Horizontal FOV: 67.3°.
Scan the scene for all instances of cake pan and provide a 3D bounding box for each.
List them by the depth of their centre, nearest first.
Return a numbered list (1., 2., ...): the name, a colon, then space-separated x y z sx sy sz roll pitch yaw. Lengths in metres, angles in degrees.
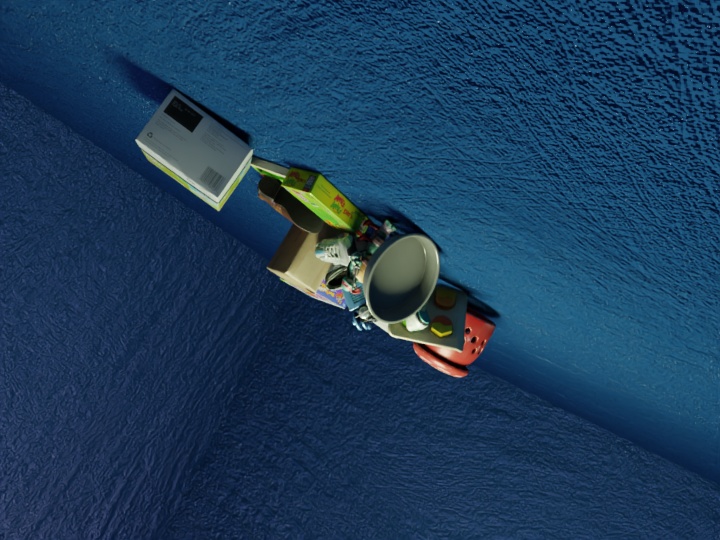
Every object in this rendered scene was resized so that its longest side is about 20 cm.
1. cake pan: 0.083 0.013 1.137 0.199 0.202 0.037 35 179 -43

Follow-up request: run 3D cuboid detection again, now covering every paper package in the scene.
1. paper package: -0.140 -0.058 1.451 0.103 0.202 0.190 33 171 -24

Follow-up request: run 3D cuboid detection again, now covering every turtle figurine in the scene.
1. turtle figurine: 0.019 -0.007 1.163 0.150 0.200 0.101 42 180 -43

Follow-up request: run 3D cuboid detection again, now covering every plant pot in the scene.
1. plant pot: 0.255 0.184 1.524 0.198 0.185 0.200 27 -176 -2

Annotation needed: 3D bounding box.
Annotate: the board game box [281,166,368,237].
1. board game box: -0.073 -0.149 1.200 0.101 0.048 0.199 22 169 42

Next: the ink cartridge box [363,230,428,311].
1. ink cartridge box: 0.094 -0.001 1.295 0.198 0.105 0.060 30 137 -3

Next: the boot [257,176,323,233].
1. boot: -0.179 -0.148 1.347 0.186 0.069 0.200 30 173 -7

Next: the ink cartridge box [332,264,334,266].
1. ink cartridge box: -0.081 -0.020 1.669 0.083 0.148 0.200 24 172 16

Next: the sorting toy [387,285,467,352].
1. sorting toy: 0.177 0.105 1.382 0.196 0.187 0.037 14 140 1

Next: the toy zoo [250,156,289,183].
1. toy zoo: -0.166 -0.199 1.307 0.130 0.021 0.200 24 170 31

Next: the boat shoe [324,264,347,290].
1. boat shoe: 0.000 0.000 1.387 0.072 0.197 0.064 62 -172 -21

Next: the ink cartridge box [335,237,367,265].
1. ink cartridge box: 0.033 -0.008 1.515 0.198 0.085 0.146 30 171 -13

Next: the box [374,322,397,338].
1. box: 0.087 0.099 1.696 0.198 0.108 0.151 33 -157 25

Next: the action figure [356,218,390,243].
1. action figure: 0.085 -0.044 1.242 0.198 0.066 0.052 30 155 -18

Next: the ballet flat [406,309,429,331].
1. ballet flat: 0.119 0.061 1.350 0.068 0.203 0.070 -7 146 -5

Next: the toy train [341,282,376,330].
1. toy train: 0.020 0.083 1.361 0.200 0.085 0.116 19 -131 -76

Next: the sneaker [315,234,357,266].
1. sneaker: -0.062 -0.043 1.280 0.085 0.077 0.200 -9 -174 -15

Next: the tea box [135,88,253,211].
1. tea box: -0.353 -0.251 1.174 0.199 0.135 0.197 36 172 -10

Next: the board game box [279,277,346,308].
1. board game box: -0.136 0.047 1.590 0.133 0.045 0.199 32 170 -33
